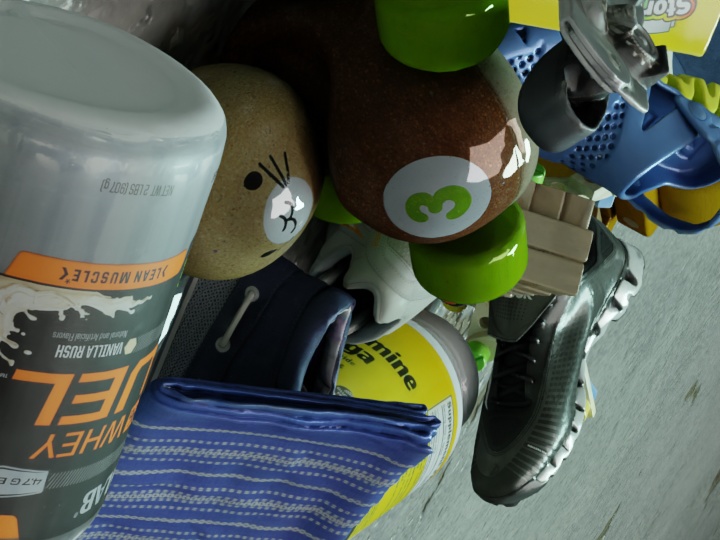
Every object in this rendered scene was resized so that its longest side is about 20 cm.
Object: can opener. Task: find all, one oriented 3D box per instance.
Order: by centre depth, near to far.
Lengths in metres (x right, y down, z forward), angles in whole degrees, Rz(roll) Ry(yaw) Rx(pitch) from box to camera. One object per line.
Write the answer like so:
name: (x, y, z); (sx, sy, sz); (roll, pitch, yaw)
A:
can opener: (0.087, -0.122, 0.741); (0.067, 0.053, 0.201); (-36, -153, 26)

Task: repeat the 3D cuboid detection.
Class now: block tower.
block tower: (0.074, -0.017, 1.020); (0.200, 0.057, 0.054); (178, -72, -76)

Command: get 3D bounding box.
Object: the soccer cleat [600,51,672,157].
soccer cleat: (0.157, -0.148, 1.059); (0.078, 0.069, 0.202); (140, -47, -56)

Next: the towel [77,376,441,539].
towel: (-0.064, 0.114, 0.848); (0.200, 0.144, 0.024); (126, -35, -46)

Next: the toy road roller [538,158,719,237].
toy road roller: (0.206, -0.066, 1.294); (0.201, 0.145, 0.123); (-57, 160, -11)

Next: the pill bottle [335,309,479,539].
pill bottle: (-0.011, 0.086, 1.018); (0.200, 0.112, 0.113); (-26, 140, -59)

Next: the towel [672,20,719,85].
towel: (0.189, -0.123, 1.160); (0.199, 0.112, 0.049); (-6, 153, -36)

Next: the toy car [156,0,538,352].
toy car: (-0.039, -0.039, 0.758); (0.200, 0.157, 0.165); (-37, 141, -25)

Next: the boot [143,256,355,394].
boot: (-0.073, 0.080, 0.890); (0.073, 0.090, 0.201); (-27, 141, -57)

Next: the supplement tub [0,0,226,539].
supplement tub: (-0.130, 0.016, 0.619); (0.122, 0.122, 0.201); (-22, 137, -60)

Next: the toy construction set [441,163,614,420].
toy construction set: (0.122, -0.004, 1.192); (0.092, 0.130, 0.201); (-47, 156, -65)

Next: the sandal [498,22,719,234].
sandal: (0.133, -0.076, 0.948); (0.199, 0.087, 0.080); (15, 133, -27)

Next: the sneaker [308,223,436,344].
sneaker: (0.000, 0.000, 0.943); (0.092, 0.076, 0.200); (-41, -179, -17)

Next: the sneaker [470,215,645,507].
sneaker: (0.104, 0.042, 1.081); (0.091, 0.066, 0.201); (48, 59, -37)

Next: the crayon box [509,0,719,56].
crayon box: (0.106, -0.203, 0.852); (0.199, 0.058, 0.174); (6, 119, -28)
